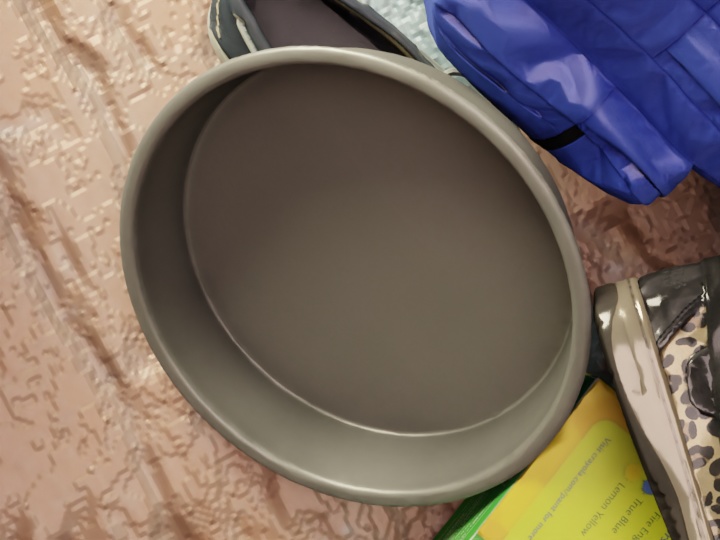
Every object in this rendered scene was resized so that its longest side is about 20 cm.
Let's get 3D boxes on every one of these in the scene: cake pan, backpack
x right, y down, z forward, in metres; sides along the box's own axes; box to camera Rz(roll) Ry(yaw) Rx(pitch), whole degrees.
[{"bbox_3d":[0.000,0.000,0.795,0.199,0.037,0.202,11,120,19],"label":"cake pan"},{"bbox_3d":[0.132,-0.111,0.789,0.199,0.163,0.168,35,110,-13],"label":"backpack"}]

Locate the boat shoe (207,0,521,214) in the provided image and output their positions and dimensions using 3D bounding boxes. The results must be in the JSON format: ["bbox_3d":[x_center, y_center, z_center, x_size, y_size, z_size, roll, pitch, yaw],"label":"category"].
[{"bbox_3d":[0.018,-0.058,0.837,0.075,0.062,0.200,-43,93,-7],"label":"boat shoe"}]

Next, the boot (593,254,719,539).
[{"bbox_3d":[0.187,0.073,0.752,0.150,0.073,0.201,-23,89,8],"label":"boot"}]

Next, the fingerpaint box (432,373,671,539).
[{"bbox_3d":[0.093,0.170,0.831,0.166,0.073,0.200,38,89,-3],"label":"fingerpaint box"}]
